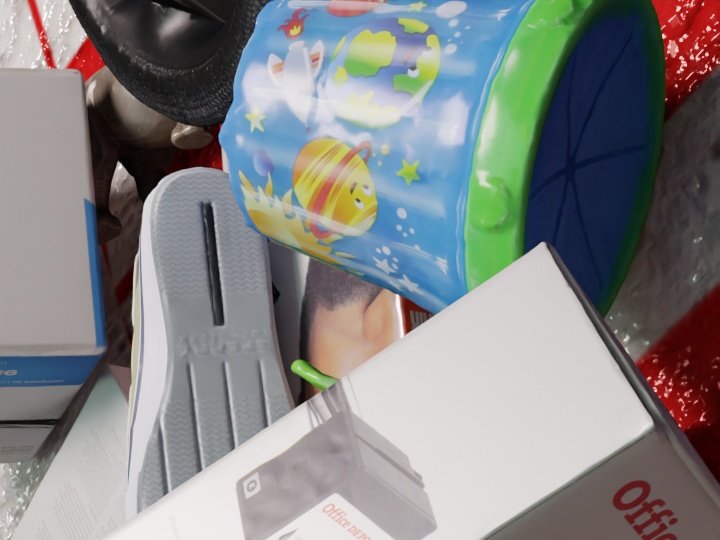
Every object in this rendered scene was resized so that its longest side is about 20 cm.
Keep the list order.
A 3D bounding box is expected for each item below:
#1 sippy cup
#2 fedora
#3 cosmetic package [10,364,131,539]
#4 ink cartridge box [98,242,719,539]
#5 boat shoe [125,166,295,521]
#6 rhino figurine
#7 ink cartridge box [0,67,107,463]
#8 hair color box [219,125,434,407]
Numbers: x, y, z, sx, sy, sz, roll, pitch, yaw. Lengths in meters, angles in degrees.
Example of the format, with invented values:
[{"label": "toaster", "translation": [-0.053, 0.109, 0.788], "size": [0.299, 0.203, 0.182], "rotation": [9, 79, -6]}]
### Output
[{"label": "sippy cup", "translation": [0.026, -0.047, 0.681], "size": [0.130, 0.178, 0.140], "rotation": [13, 133, 26]}, {"label": "fedora", "translation": [-0.056, -0.160, 0.799], "size": [0.200, 0.091, 0.202], "rotation": [26, 123, 48]}, {"label": "cosmetic package", "translation": [-0.098, 0.167, 0.885], "size": [0.151, 0.051, 0.200], "rotation": [-56, 44, 23]}, {"label": "ink cartridge box", "translation": [0.020, 0.104, 0.621], "size": [0.199, 0.145, 0.084], "rotation": [-34, 51, 7]}, {"label": "boat shoe", "translation": [-0.061, 0.059, 0.767], "size": [0.062, 0.071, 0.201], "rotation": [124, 147, -65]}, {"label": "rhino figurine", "translation": [-0.075, -0.097, 0.912], "size": [0.200, 0.060, 0.088], "rotation": [-39, 56, 37]}, {"label": "ink cartridge box", "translation": [-0.193, 0.005, 0.958], "size": [0.200, 0.084, 0.146], "rotation": [133, 133, -62]}, {"label": "hair color box", "translation": [0.000, 0.000, 0.793], "size": [0.111, 0.064, 0.201], "rotation": [-26, 63, 44]}]
